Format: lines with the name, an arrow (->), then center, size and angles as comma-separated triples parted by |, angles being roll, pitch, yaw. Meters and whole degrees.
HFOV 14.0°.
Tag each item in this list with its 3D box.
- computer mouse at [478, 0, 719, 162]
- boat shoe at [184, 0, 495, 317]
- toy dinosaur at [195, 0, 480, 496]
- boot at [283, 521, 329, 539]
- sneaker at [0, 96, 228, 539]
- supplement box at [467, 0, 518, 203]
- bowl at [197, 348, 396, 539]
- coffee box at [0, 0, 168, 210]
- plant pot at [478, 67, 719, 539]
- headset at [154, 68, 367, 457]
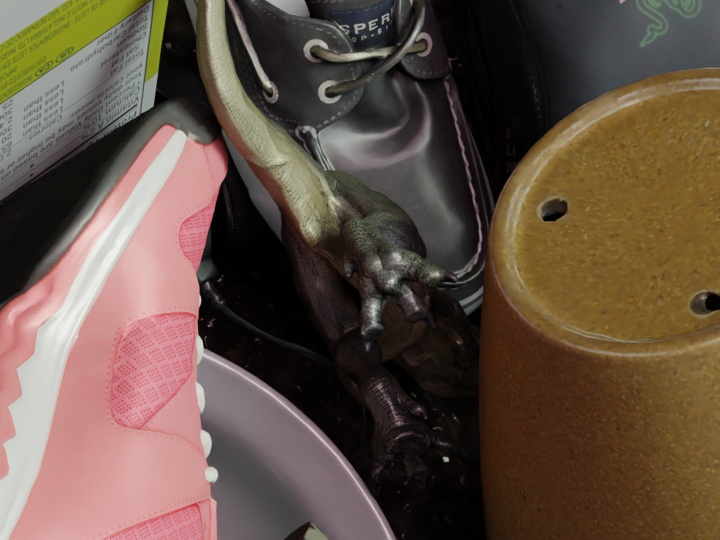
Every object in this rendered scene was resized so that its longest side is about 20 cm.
computer mouse -> 0.096, -0.033, 0.846 | 0.138, 0.053, 0.200 | -23, 122, -8
boat shoe -> -0.009, -0.078, 0.851 | 0.070, 0.066, 0.200 | -22, 88, -22
toy dinosaur -> 0.000, 0.000, 0.770 | 0.047, 0.200, 0.088 | -27, 47, 4
boot -> 0.025, 0.171, 0.687 | 0.200, 0.073, 0.182 | 45, 44, -5
sneaker -> -0.069, 0.042, 0.723 | 0.087, 0.074, 0.200 | 44, 44, -22
supplement box -> 0.088, -0.087, 0.890 | 0.109, 0.200, 0.061 | -6, 34, -2
bowl -> -0.084, 0.120, 0.784 | 0.201, 0.090, 0.201 | 2, 75, -8
coffee box -> -0.191, -0.066, 0.777 | 0.200, 0.198, 0.200 | -37, 72, -24
plant pot -> 0.105, 0.050, 0.764 | 0.186, 0.200, 0.187 | -13, 47, 14
headset -> -0.036, -0.018, 0.917 | 0.123, 0.094, 0.200 | 1, 60, -19
